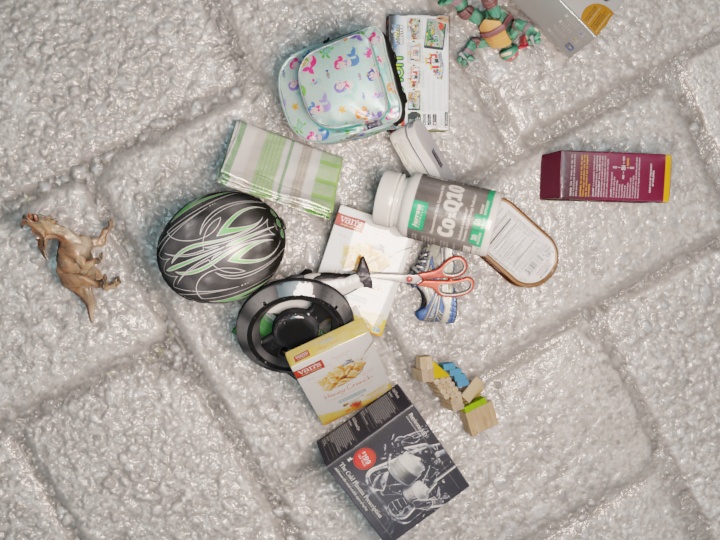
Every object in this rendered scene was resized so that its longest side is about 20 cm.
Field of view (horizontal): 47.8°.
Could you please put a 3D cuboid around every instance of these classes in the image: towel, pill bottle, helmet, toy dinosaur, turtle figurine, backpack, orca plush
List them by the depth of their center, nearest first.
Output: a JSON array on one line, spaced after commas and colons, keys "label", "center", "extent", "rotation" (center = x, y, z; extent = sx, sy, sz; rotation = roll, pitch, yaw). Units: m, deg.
[{"label": "helmet", "center": [-0.228, -0.037, 1.334], "extent": [0.200, 0.191, 0.200], "rotation": [4, 103, 18]}, {"label": "backpack", "center": [-0.037, -0.301, 1.361], "extent": [0.200, 0.151, 0.178], "rotation": [-13, 95, 15]}, {"label": "pill bottle", "center": [0.128, -0.100, 1.362], "extent": [0.200, 0.113, 0.113], "rotation": [14, 93, 9]}, {"label": "toy dinosaur", "center": [-0.489, -0.014, 1.375], "extent": [0.135, 0.086, 0.200], "rotation": [-1, 111, 4]}, {"label": "orca plush", "center": [-0.084, 0.013, 1.378], "extent": [0.200, 0.071, 0.105], "rotation": [-24, 137, 12]}, {"label": "towel", "center": [-0.132, -0.176, 1.380], "extent": [0.200, 0.031, 0.149], "rotation": [17, 52, -10]}, {"label": "turtle figurine", "center": [0.230, -0.413, 1.411], "extent": [0.150, 0.101, 0.200], "rotation": [-25, 126, 29]}]

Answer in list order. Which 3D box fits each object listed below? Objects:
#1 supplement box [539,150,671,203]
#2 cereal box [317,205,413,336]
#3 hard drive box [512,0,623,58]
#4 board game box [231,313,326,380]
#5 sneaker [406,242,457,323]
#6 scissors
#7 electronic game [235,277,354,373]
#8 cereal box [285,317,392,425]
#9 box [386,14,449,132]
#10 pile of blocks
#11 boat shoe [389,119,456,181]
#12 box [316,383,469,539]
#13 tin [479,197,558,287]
[{"label": "supplement box", "center": [0.433, -0.165, 1.447], "extent": [0.200, 0.110, 0.086], "rotation": [1, 94, -7]}, {"label": "cereal box", "center": [0.000, 0.000, 1.438], "extent": [0.144, 0.040, 0.200], "rotation": [18, 93, -4]}, {"label": "hard drive box", "center": [0.347, -0.496, 1.402], "extent": [0.200, 0.077, 0.156], "rotation": [41, 64, -8]}, {"label": "board game box", "center": [-0.118, 0.130, 1.436], "extent": [0.200, 0.023, 0.105], "rotation": [39, 113, -9]}, {"label": "sneaker", "center": [0.123, -0.001, 1.445], "extent": [0.085, 0.077, 0.200], "rotation": [-5, 95, -2]}, {"label": "scissors", "center": [0.097, 0.021, 1.410], "extent": [0.200, 0.014, 0.073], "rotation": [-9, 106, 1]}, {"label": "electronic game", "center": [-0.109, 0.096, 1.368], "extent": [0.200, 0.042, 0.200], "rotation": [-4, 125, -6]}, {"label": "cereal box", "center": [-0.032, 0.177, 1.398], "extent": [0.144, 0.040, 0.200], "rotation": [-25, 139, -3]}, {"label": "box", "center": [0.101, -0.347, 1.434], "extent": [0.110, 0.035, 0.200], "rotation": [0, 94, -6]}, {"label": "pile of blocks", "center": [0.168, 0.214, 1.476], "extent": [0.082, 0.062, 0.200], "rotation": [-46, 106, -13]}, {"label": "boat shoe", "center": [0.116, -0.167, 1.435], "extent": [0.066, 0.072, 0.200], "rotation": [-18, 118, 31]}, {"label": "box", "center": [0.056, 0.340, 1.431], "extent": [0.182, 0.104, 0.200], "rotation": [-36, 108, -3]}, {"label": "tin", "center": [0.273, -0.053, 1.476], "extent": [0.200, 0.042, 0.112], "rotation": [40, 85, -8]}]
